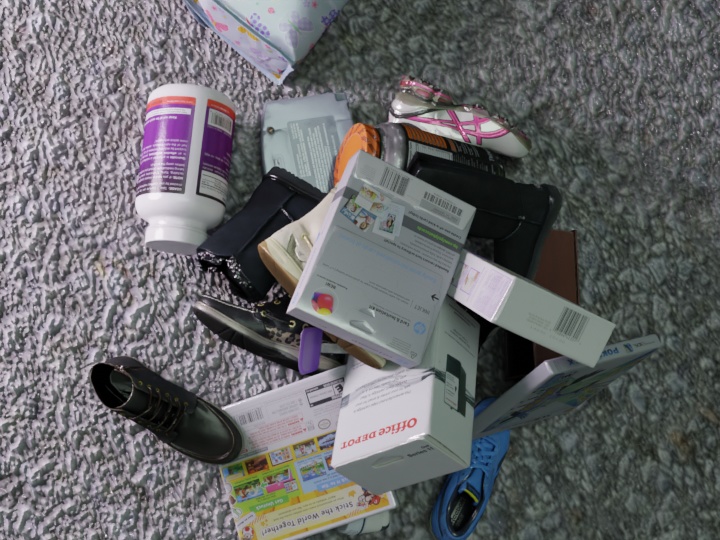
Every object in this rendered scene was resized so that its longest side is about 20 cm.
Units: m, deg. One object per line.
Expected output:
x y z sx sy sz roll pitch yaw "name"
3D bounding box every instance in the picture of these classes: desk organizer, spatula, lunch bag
0.238 0.046 1.403 0.077 0.072 0.200 6 77 -28 "desk organizer"
-0.020 0.096 1.317 0.200 0.021 0.057 2 96 -54 "spatula"
-0.127 -0.376 1.400 0.200 0.127 0.170 37 77 -12 "lunch bag"

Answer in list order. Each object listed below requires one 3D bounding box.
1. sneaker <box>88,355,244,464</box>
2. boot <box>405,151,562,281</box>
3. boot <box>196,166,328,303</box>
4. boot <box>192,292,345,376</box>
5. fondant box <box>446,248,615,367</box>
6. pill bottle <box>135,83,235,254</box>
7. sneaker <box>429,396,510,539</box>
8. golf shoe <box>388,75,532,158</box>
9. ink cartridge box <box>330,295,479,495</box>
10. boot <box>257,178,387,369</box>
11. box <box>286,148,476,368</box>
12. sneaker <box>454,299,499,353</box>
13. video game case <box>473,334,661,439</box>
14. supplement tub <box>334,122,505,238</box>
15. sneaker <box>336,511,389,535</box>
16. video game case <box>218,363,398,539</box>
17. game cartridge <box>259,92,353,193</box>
-0.235 0.174 1.267 0.200 0.106 0.075 31 89 3 "sneaker"
0.130 -0.049 1.312 0.200 0.066 0.165 9 111 -25 "boot"
-0.080 -0.020 1.303 0.200 0.076 0.168 30 63 11 "boot"
-0.095 0.036 1.354 0.203 0.073 0.154 25 72 -8 "boot"
0.175 0.034 1.219 0.144 0.200 0.058 24 94 -23 "fondant box"
-0.221 -0.125 1.337 0.112 0.112 0.200 7 78 -10 "pill bottle"
0.150 0.254 1.354 0.066 0.078 0.200 26 74 -3 "sneaker"
0.133 -0.188 1.447 0.200 0.073 0.092 23 96 -2 "golf shoe"
0.055 0.143 1.234 0.083 0.147 0.200 40 43 -32 "ink cartridge box"
0.000 0.000 1.236 0.155 0.072 0.200 -41 84 -17 "boot"
0.027 -0.013 1.189 0.156 0.041 0.200 25 70 -12 "box"
0.146 0.071 1.370 0.073 0.112 0.200 40 75 -2 "sneaker"
0.244 0.145 1.306 0.182 0.200 0.022 -9 64 -32 "video game case"
0.075 -0.118 1.368 0.200 0.123 0.123 13 77 -22 "supplement tub"
0.008 0.231 1.342 0.071 0.073 0.200 8 82 -28 "sneaker"
-0.074 0.231 1.301 0.200 0.023 0.182 -20 79 8 "video game case"
-0.064 -0.132 1.410 0.133 0.040 0.200 -9 81 -16 "game cartridge"
